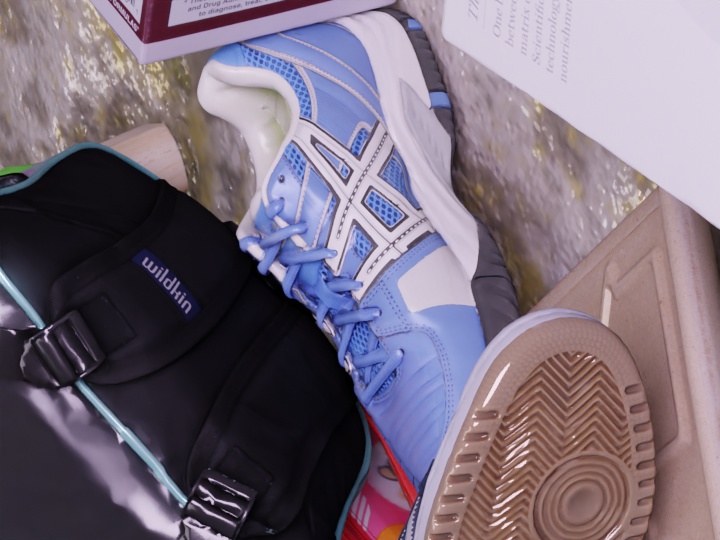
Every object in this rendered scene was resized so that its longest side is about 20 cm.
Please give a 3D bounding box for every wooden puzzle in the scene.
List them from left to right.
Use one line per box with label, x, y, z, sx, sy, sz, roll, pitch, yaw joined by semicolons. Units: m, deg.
wooden puzzle;0.089;0.087;0.921;0.200;0.046;0.186;125;143;-60

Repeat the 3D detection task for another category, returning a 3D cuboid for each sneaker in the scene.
sneaker;0.000;0.000;0.995;0.076;0.077;0.201;116;143;-48
sneaker;0.033;0.089;0.907;0.109;0.070;0.201;-126;39;-60

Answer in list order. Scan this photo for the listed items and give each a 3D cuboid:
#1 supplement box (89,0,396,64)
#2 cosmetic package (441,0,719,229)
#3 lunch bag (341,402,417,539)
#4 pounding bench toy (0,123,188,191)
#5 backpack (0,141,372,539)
supplement box;-0.028;-0.171;0.960;0.061;0.108;0.201;51;143;34
cosmetic package;0.127;-0.117;0.711;0.200;0.123;0.200;39;136;43
lunch bag;-0.001;0.130;1.106;0.200;0.082;0.177;45;135;41
pounding bench toy;-0.122;0.008;1.195;0.156;0.124;0.201;38;135;46
backpack;-0.089;0.053;0.995;0.176;0.200;0.153;44;114;-4
